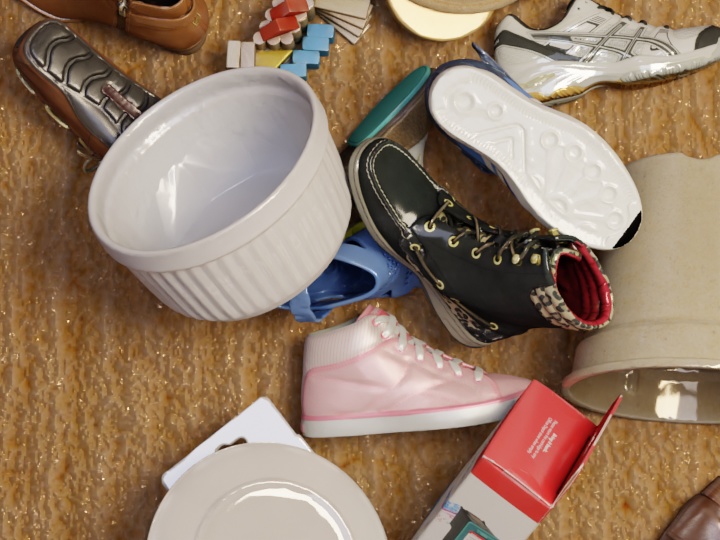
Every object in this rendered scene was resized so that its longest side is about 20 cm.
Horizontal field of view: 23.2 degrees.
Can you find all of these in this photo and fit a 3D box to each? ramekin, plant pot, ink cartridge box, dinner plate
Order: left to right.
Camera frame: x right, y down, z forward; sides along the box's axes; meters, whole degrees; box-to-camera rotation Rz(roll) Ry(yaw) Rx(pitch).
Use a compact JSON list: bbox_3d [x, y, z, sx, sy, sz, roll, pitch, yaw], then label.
[{"bbox_3d":[-0.102,-0.053,1.368,0.200,0.200,0.105,-33,130,-2],"label":"ramekin"},{"bbox_3d":[-0.067,0.228,1.353,0.199,0.024,0.201,6,68,-16],"label":"dinner plate"},{"bbox_3d":[-0.059,0.214,1.431,0.115,0.068,0.200,-38,86,-5],"label":"ink cartridge box"},{"bbox_3d":[0.113,0.167,1.361,0.067,0.116,0.200,36,127,4],"label":"ink cartridge box"},{"bbox_3d":[0.264,0.012,1.399,0.200,0.201,0.184,5,74,1],"label":"plant pot"}]

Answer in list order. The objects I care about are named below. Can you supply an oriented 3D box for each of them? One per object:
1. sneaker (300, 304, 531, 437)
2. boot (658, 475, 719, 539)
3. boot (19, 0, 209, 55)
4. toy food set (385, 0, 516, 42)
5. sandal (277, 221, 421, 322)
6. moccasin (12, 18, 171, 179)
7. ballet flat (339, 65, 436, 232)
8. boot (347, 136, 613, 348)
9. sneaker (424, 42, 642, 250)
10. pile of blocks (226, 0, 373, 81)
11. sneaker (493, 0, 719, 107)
[{"bbox_3d":[0.046,0.078,1.438,0.199,0.075,0.105,-5,90,4],"label":"sneaker"},{"bbox_3d":[0.280,0.297,1.424,0.200,0.064,0.186,-42,73,-6],"label":"boot"},{"bbox_3d":[-0.217,-0.237,1.427,0.200,0.155,0.077,29,86,3],"label":"boot"},{"bbox_3d":[0.083,-0.305,1.471,0.198,0.049,0.200,-32,88,-14],"label":"toy food set"},{"bbox_3d":[0.000,0.000,1.421,0.199,0.087,0.080,-16,112,-17],"label":"sandal"},{"bbox_3d":[-0.209,-0.122,1.460,0.201,0.078,0.074,38,70,-15],"label":"moccasin"},{"bbox_3d":[0.005,-0.082,1.464,0.200,0.068,0.072,-43,106,-3],"label":"ballet flat"},{"bbox_3d":[0.094,-0.027,1.349,0.074,0.153,0.204,-49,115,-30],"label":"boot"},{"bbox_3d":[0.137,-0.097,1.400,0.200,0.146,0.081,37,98,0],"label":"sneaker"},{"bbox_3d":[-0.040,-0.215,1.471,0.082,0.062,0.200,37,87,3],"label":"pile of blocks"},{"bbox_3d":[0.208,-0.192,1.462,0.199,0.076,0.088,-10,85,-1],"label":"sneaker"}]
